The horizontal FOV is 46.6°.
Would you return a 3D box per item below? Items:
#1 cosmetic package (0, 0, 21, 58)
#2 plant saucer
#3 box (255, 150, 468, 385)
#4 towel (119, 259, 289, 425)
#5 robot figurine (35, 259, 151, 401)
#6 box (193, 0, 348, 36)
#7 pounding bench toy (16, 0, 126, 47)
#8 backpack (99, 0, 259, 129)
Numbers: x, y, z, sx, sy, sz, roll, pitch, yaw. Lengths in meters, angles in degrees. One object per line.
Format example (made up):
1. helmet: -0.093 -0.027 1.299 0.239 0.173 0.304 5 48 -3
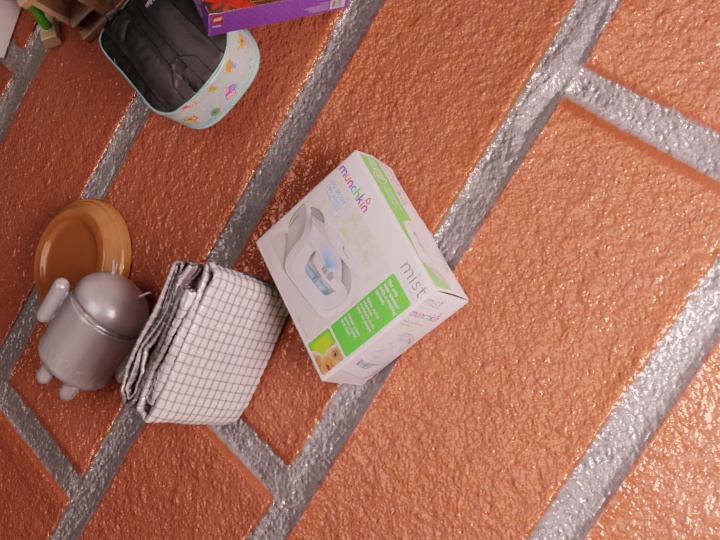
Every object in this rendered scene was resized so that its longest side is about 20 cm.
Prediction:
1. cosmetic package: -0.649 -0.487 1.454 0.112 0.081 0.204 24 95 31
2. plant saucer: -0.431 -0.012 1.268 0.196 0.037 0.205 -6 78 29
3. box: 0.000 0.000 0.980 0.176 0.096 0.202 -38 64 22
4. towel: -0.193 0.088 1.038 0.085 0.164 0.203 27 95 36
5. robot figurine: -0.373 0.086 1.172 0.168 0.113 0.201 36 102 -9
6. box: -0.127 -0.384 1.080 0.197 0.039 0.139 -18 66 -21
7. pounding bench toy: -0.483 -0.446 1.304 0.199 0.155 0.126 -35 66 21
8. backpack: -0.233 -0.294 1.132 0.176 0.153 0.201 -44 61 9
